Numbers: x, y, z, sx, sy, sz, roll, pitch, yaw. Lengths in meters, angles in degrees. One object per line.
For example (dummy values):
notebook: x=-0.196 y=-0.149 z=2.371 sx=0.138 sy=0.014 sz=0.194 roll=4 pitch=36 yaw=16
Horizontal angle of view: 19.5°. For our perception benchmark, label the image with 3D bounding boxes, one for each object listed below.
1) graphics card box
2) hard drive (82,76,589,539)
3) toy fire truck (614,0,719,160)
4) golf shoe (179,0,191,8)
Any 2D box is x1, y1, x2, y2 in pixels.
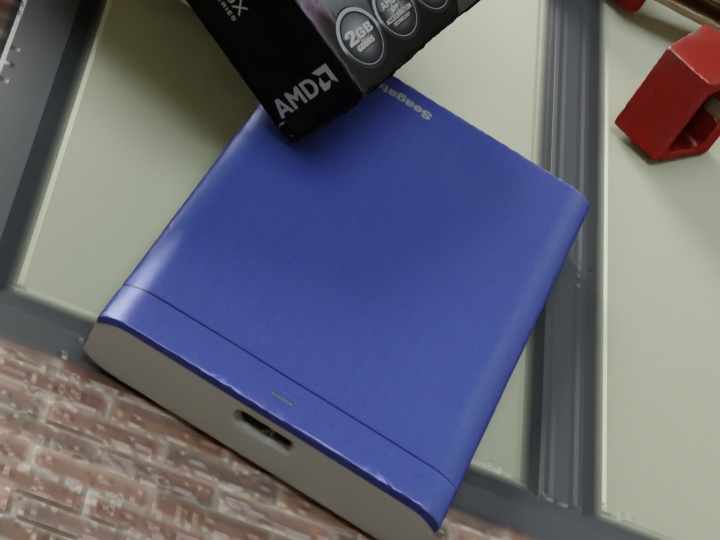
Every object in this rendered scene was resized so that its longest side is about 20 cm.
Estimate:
graphics card box: x=-0.039 y=-0.161 z=0.788 sx=0.201 sy=0.051 sz=0.125 roll=55 pitch=44 yaw=-7
hard drive: x=0.000 y=0.000 z=0.763 sx=0.131 sy=0.025 sz=0.200 roll=31 pitch=40 yaw=0
toy fire truck: x=0.154 y=-0.136 z=0.985 sx=0.141 sy=0.049 sz=0.200 roll=45 pitch=40 yaw=15
golf shoe: x=-0.028 y=-0.170 z=0.890 sx=0.092 sy=0.073 sz=0.200 roll=36 pitch=49 yaw=-4
